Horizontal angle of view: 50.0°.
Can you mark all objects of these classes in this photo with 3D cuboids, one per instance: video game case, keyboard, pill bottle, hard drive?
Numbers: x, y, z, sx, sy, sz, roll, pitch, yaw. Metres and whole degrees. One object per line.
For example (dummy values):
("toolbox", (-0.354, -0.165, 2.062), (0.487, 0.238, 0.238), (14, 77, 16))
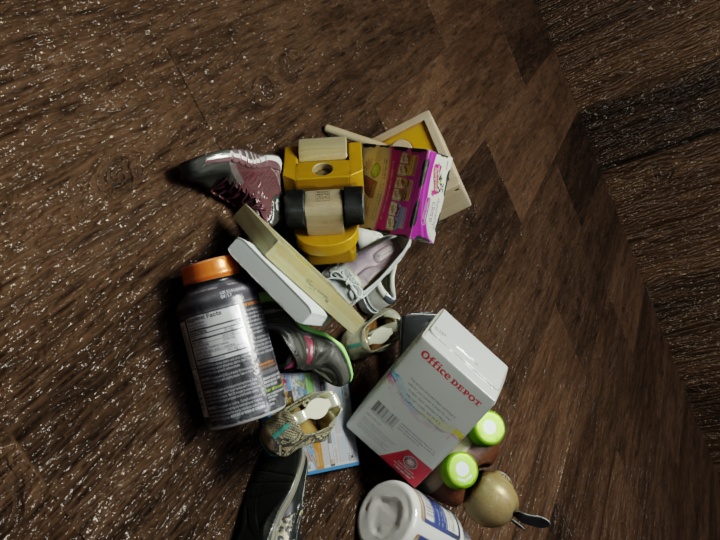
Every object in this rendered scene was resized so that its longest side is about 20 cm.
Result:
("video game case", (-0.073, 0.221, 1.125), (0.199, 0.018, 0.145), (10, 69, -56))
("keyboard", (0.120, 0.173, 1.320), (0.125, 0.021, 0.203), (3, 89, -19))
("pill bottle", (0.092, 0.411, 1.206), (0.200, 0.110, 0.112), (41, 44, -41))
("hard drive", (-0.100, 0.021, 1.030), (0.132, 0.026, 0.200), (45, 0, 7))
("pill bottle", (-0.165, 0.086, 0.960), (0.106, 0.105, 0.203), (-11, 85, -58))

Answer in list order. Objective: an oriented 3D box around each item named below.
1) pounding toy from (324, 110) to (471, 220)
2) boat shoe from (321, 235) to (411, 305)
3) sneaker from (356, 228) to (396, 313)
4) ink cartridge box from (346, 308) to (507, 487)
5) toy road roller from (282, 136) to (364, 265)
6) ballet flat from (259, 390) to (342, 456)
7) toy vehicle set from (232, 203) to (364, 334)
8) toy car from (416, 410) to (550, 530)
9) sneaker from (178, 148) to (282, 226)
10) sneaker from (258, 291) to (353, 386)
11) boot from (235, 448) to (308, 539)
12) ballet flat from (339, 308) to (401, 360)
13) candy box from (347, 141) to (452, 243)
("pounding toy", (0.065, -0.185, 1.367), (0.142, 0.182, 0.202), (41, 26, -64))
("boat shoe", (0.001, 0.001, 1.241), (0.201, 0.065, 0.075), (-34, 88, -30))
("sneaker", (0.030, -0.026, 1.345), (0.073, 0.070, 0.203), (19, 58, -52))
("ink cartridge box", (0.106, 0.191, 1.188), (0.145, 0.201, 0.145), (41, 24, 5))
("toy road roller", (-0.054, -0.100, 1.204), (0.147, 0.121, 0.202), (86, 1, -45))
("ballet flat", (-0.064, 0.192, 1.015), (0.068, 0.075, 0.200), (52, 13, 10))
("toy vehicle set", (-0.084, -0.001, 1.069), (0.200, 0.027, 0.124), (45, 0, -38))
("toy car", (0.210, 0.342, 1.236), (0.199, 0.164, 0.158), (40, 66, 1))
("sneaker", (-0.164, -0.104, 1.080), (0.199, 0.075, 0.117), (-11, 88, -59))
("sneaker", (-0.093, 0.114, 1.098), (0.199, 0.076, 0.085), (39, 50, -26))
("boot", (-0.087, 0.349, 0.998), (0.154, 0.073, 0.205), (51, 42, -36))
("ballet flat", (0.038, 0.107, 1.305), (0.199, 0.062, 0.068), (-26, 97, -58))
("candy box", (0.046, -0.128, 1.235), (0.060, 0.199, 0.138), (10, 95, -41))
